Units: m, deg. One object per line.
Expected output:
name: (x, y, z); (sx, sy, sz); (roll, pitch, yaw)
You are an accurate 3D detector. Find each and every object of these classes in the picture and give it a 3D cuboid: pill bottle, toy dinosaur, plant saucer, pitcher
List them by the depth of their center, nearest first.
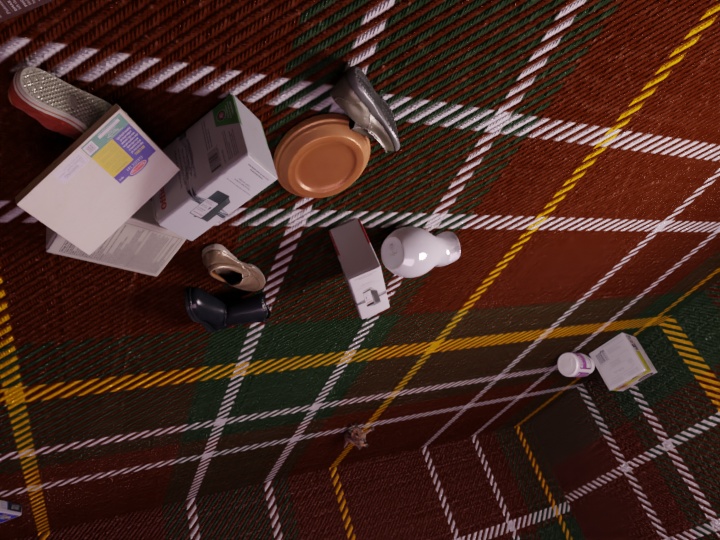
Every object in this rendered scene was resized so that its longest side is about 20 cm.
plant saucer: (-0.070, -0.210, 1.047); (0.196, 0.038, 0.202); (-16, 147, -11)
pitcher: (0.130, -0.038, 1.356); (0.197, 0.124, 0.171); (-5, 161, -44)
toy dinosaur: (-0.029, 0.737, 2.404); (0.134, 0.088, 0.198); (27, 141, -37)
pill bottle: (1.038, 0.453, 2.589); (0.197, 0.114, 0.112); (11, 136, -40)

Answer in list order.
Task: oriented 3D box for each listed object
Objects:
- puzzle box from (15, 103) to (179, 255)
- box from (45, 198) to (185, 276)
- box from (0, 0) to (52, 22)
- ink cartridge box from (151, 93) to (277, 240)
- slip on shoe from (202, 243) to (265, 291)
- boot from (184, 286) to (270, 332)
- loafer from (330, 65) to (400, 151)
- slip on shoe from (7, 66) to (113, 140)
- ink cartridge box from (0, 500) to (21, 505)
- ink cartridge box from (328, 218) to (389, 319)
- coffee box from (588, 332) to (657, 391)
puzzle box: (-0.389, -0.133, 0.815); (0.200, 0.025, 0.133); (-44, 138, -5)
box: (-0.424, -0.087, 0.947); (0.128, 0.110, 0.198); (-41, 142, 27)
box: (-0.414, -0.336, 0.602); (0.196, 0.102, 0.075); (-21, 148, -1)
ink cartridge box: (-0.250, -0.168, 0.901); (0.198, 0.149, 0.083); (-31, 148, 16)
slip on shoe: (-0.280, 0.011, 1.218); (0.075, 0.061, 0.200); (-27, 147, 8)
boot: (-0.306, 0.081, 1.275); (0.164, 0.078, 0.201); (-12, 154, 0)
loafer: (0.011, -0.281, 0.973); (0.068, 0.077, 0.200); (-20, 145, 21)
slip on shoe: (-0.418, -0.224, 0.802); (0.060, 0.076, 0.199); (-10, 157, 31)
ink cartridge box: (-1.295, 0.826, 1.813); (0.196, 0.048, 0.199); (-20, 149, -1)
ink cartridge box: (0.000, 0.000, 1.289); (0.081, 0.149, 0.201); (-21, 149, -3)
coffee box: (1.289, 0.454, 2.656); (0.195, 0.203, 0.199); (15, 134, -43)
